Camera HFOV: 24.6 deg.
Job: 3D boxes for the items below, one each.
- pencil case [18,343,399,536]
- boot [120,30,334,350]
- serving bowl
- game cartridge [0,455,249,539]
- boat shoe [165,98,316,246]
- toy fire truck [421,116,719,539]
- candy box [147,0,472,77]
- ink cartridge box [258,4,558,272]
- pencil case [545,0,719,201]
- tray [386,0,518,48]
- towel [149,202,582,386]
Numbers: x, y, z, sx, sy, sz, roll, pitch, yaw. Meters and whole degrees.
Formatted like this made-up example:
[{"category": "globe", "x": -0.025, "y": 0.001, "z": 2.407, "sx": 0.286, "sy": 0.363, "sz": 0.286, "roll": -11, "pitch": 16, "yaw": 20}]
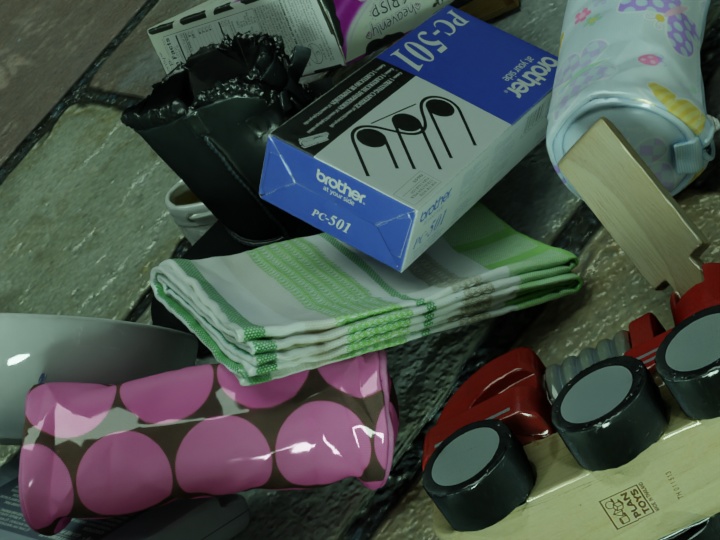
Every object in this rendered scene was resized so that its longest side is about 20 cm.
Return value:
[{"category": "pencil case", "x": -0.077, "y": 0.087, "z": 0.865, "sx": 0.198, "sy": 0.094, "sz": 0.092, "roll": -6, "pitch": 62, "yaw": 2}, {"category": "boot", "x": -0.084, "y": -0.045, "z": 1.002, "sx": 0.197, "sy": 0.163, "sz": 0.074, "roll": -22, "pitch": 36, "yaw": 25}, {"category": "serving bowl", "x": -0.197, "y": 0.070, "z": 0.987, "sx": 0.199, "sy": 0.199, "sz": 0.067, "roll": -6, "pitch": 79, "yaw": 40}, {"category": "game cartridge", "x": -0.172, "y": 0.150, "z": 0.931, "sx": 0.199, "sy": 0.042, "sz": 0.133, "roll": 3, "pitch": 28, "yaw": 46}, {"category": "boat shoe", "x": -0.043, "y": -0.081, "z": 1.072, "sx": 0.201, "sy": 0.086, "sz": 0.075, "roll": -26, "pitch": 36, "yaw": 21}, {"category": "toy fire truck", "x": 0.112, "y": 0.039, "z": 0.768, "sx": 0.175, "sy": 0.129, "sz": 0.201, "roll": -28, "pitch": 24, "yaw": 18}, {"category": "candy box", "x": -0.029, "y": -0.168, "z": 1.071, "sx": 0.136, "sy": 0.061, "sz": 0.199, "roll": -31, "pitch": 16, "yaw": -33}, {"category": "ink cartridge box", "x": 0.037, "y": -0.081, "z": 0.929, "sx": 0.093, "sy": 0.045, "sz": 0.200, "roll": 28, "pitch": 40, "yaw": 17}, {"category": "pencil case", "x": 0.157, "y": -0.128, "z": 0.933, "sx": 0.090, "sy": 0.083, "sz": 0.201, "roll": -13, "pitch": 42, "yaw": 26}, {"category": "tray", "x": 0.070, "y": -0.242, "z": 1.193, "sx": 0.098, "sy": 0.037, "sz": 0.201, "roll": -21, "pitch": 37, "yaw": 27}, {"category": "towel", "x": 0.000, "y": 0.000, "z": 0.893, "sx": 0.198, "sy": 0.031, "sz": 0.149, "roll": -15, "pitch": 25, "yaw": -22}]
